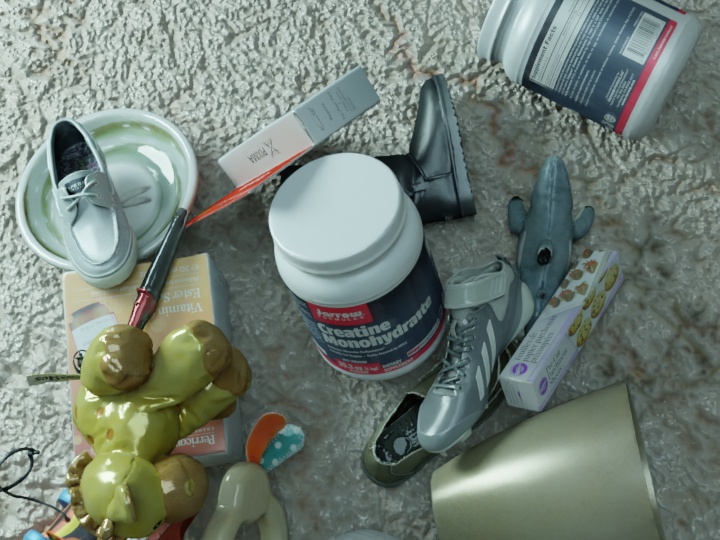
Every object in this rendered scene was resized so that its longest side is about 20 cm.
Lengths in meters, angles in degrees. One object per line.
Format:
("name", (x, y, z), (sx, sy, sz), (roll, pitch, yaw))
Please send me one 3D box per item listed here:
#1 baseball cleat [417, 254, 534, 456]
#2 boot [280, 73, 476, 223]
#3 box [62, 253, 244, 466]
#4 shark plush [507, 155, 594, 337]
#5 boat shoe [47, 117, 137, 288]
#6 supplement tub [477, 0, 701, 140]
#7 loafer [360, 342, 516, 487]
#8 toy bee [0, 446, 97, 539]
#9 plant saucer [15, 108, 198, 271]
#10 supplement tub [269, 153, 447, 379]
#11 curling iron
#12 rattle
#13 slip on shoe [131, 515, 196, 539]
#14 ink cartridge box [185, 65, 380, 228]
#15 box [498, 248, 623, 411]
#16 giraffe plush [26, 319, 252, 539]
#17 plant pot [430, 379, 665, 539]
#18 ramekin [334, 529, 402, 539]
("baseball cleat", (0.094, 0.071, 1.120), (0.069, 0.107, 0.200), (-1, 46, 43))
("boot", (0.010, -0.114, 1.256), (0.199, 0.066, 0.166), (-12, 73, 5))
("box", (-0.206, 0.100, 1.186), (0.151, 0.106, 0.201), (-9, 75, 1))
("shark plush", (0.177, -0.013, 1.205), (0.090, 0.083, 0.201), (20, 77, 8))
("boat shoe", (-0.277, -0.072, 1.174), (0.070, 0.072, 0.201), (-23, 54, -2))
("supplement tub", (0.237, -0.237, 1.231), (0.199, 0.140, 0.141), (29, 79, 10))
("loafer", (0.082, 0.138, 1.178), (0.075, 0.070, 0.200), (42, 82, 12))
("toy bee", (-0.262, 0.257, 1.092), (0.108, 0.200, 0.131), (26, 82, 25))
("plant saucer", (-0.263, -0.077, 1.253), (0.199, 0.050, 0.201), (-4, 62, 8))
("supplement tub", (0.000, 0.000, 1.130), (0.139, 0.200, 0.141), (-9, 53, 11))
("curling iron", (-0.216, 0.026, 1.138), (0.049, 0.026, 0.201), (26, 77, 7))
("rattle", (-0.140, 0.234, 1.155), (0.142, 0.130, 0.202), (1, 89, 46))
("slip on shoe", (-0.191, 0.288, 1.072), (0.061, 0.074, 0.201), (25, 79, 15))
("ink cartridge box", (-0.094, -0.117, 1.167), (0.173, 0.200, 0.044), (-37, 99, -28))
("box", (0.201, 0.054, 1.162), (0.039, 0.042, 0.200), (7, 43, 37))
("giraffe plush", (-0.189, 0.153, 1.017), (0.199, 0.173, 0.163), (-13, 61, 7))
("plant pot", (0.174, 0.215, 1.112), (0.199, 0.187, 0.189), (-13, 74, 14))
("ramekin", (0.004, 0.332, 1.071), (0.105, 0.200, 0.201), (23, 77, 27))
